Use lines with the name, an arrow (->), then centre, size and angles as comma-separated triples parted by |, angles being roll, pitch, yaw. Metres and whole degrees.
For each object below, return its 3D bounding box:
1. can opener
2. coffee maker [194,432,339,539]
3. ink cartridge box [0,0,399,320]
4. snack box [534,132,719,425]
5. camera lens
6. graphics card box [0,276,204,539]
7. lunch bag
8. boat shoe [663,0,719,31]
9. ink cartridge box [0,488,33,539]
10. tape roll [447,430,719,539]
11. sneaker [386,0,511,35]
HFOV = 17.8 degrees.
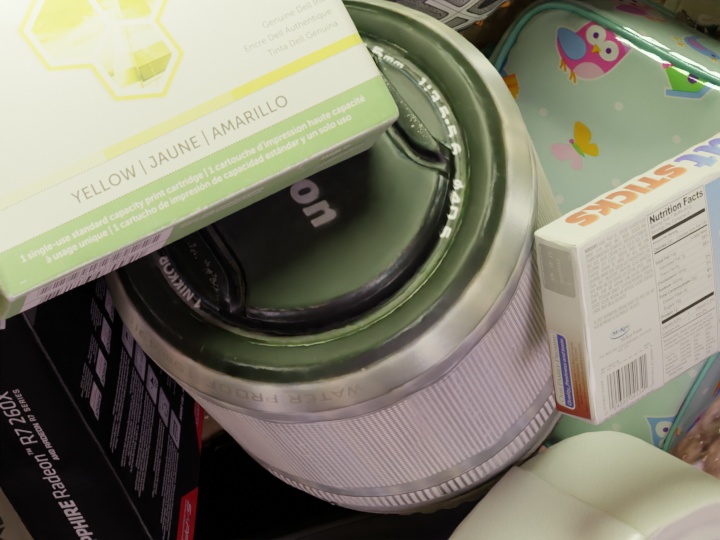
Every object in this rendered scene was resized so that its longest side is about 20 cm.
can opener -> -0.021, 0.123, 0.975 | 0.200, 0.063, 0.079 | -20, 102, -11
coffee maker -> -0.019, 0.174, 1.045 | 0.135, 0.200, 0.192 | -8, 129, -33
ink cartridge box -> -0.098, -0.103, 0.756 | 0.146, 0.200, 0.048 | -26, 175, -16
snack box -> 0.144, -0.017, 0.854 | 0.200, 0.024, 0.072 | -27, 119, -34
camera lens -> 0.000, 0.000, 0.880 | 0.160, 0.160, 0.200 | -39, 156, -2
graphics card box -> -0.112, 0.026, 0.875 | 0.051, 0.125, 0.200 | -8, 139, 11
lunch bag -> 0.107, -0.024, 1.006 | 0.077, 0.160, 0.200 | -29, 146, -60
boat shoe -> 0.145, -0.067, 1.056 | 0.060, 0.072, 0.202 | -21, 145, -58
ink cartridge box -> -0.176, 0.179, 0.921 | 0.144, 0.200, 0.084 | -20, 137, -12
tape roll -> 0.095, 0.170, 0.944 | 0.202, 0.071, 0.202 | -26, 128, -37
sneaker -> 0.037, -0.130, 0.927 | 0.200, 0.078, 0.077 | -20, 144, -14
